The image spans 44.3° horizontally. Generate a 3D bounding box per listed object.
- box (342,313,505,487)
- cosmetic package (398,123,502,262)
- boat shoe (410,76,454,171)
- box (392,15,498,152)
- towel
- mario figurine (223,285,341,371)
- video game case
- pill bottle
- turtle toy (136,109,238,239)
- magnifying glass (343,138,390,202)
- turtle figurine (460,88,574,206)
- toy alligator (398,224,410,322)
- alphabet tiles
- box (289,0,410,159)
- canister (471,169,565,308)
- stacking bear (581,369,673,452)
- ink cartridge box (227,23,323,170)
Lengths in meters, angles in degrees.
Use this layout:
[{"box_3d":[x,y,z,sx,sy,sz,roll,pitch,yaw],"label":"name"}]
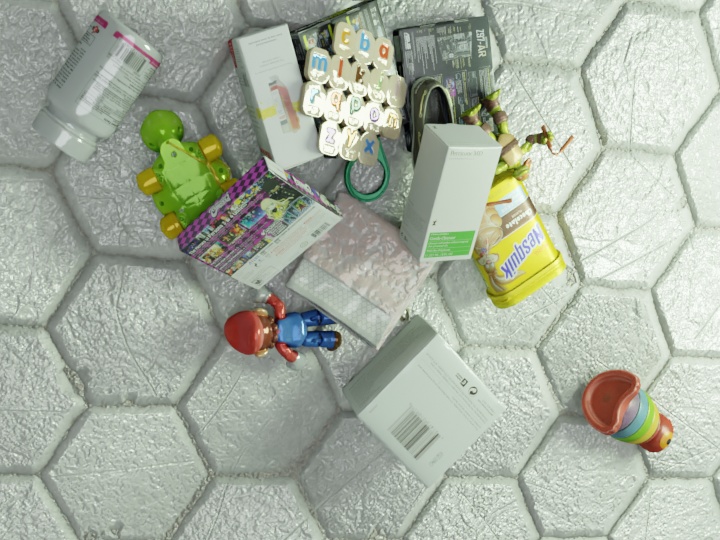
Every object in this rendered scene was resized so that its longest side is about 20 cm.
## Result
[{"box_3d":[0.109,0.225,1.546,0.200,0.131,0.199,-44,108,-1],"label":"box"},{"box_3d":[0.139,-0.123,1.405,0.105,0.085,0.203,-5,125,-25],"label":"cosmetic package"},{"box_3d":[0.121,-0.208,1.440,0.070,0.060,0.206,-12,108,-11],"label":"boat shoe"},{"box_3d":[0.144,-0.310,1.478,0.157,0.044,0.205,-12,105,-11],"label":"box"},{"box_3d":[0.000,0.000,1.473,0.198,0.032,0.193,33,85,2],"label":"towel"},{"box_3d":[-0.136,0.095,1.499,0.196,0.125,0.107,0,144,-21],"label":"mario figurine"},{"box_3d":[-0.154,-0.067,1.376,0.199,0.036,0.180,-39,140,20],"label":"video game case"},{"box_3d":[-0.393,-0.271,1.318,0.113,0.113,0.202,35,93,-18],"label":"pill bottle"},{"box_3d":[-0.275,-0.155,1.380,0.144,0.101,0.203,-28,107,-7],"label":"turtle toy"},{"box_3d":[0.016,-0.217,1.482,0.078,0.022,0.205,2,104,-14],"label":"magnifying glass"},{"box_3d":[0.245,-0.213,1.464,0.198,0.064,0.163,-34,99,-6],"label":"turtle figurine"},{"box_3d":[0.096,-0.014,1.532,0.054,0.058,0.205,-11,110,-53],"label":"toy alligator"},{"box_3d":[-0.009,-0.268,1.358,0.197,0.014,0.201,8,90,-40],"label":"alphabet tiles"},{"box_3d":[-0.016,-0.301,1.395,0.159,0.044,0.204,-30,114,-26],"label":"box"},{"box_3d":[0.251,-0.059,1.541,0.147,0.087,0.202,-33,106,-6],"label":"canister"},{"box_3d":[0.519,0.280,1.673,0.198,0.113,0.123,34,85,-29],"label":"stacking bear"},{"box_3d":[-0.133,-0.267,1.367,0.082,0.145,0.204,-18,107,-10],"label":"ink cartridge box"}]
